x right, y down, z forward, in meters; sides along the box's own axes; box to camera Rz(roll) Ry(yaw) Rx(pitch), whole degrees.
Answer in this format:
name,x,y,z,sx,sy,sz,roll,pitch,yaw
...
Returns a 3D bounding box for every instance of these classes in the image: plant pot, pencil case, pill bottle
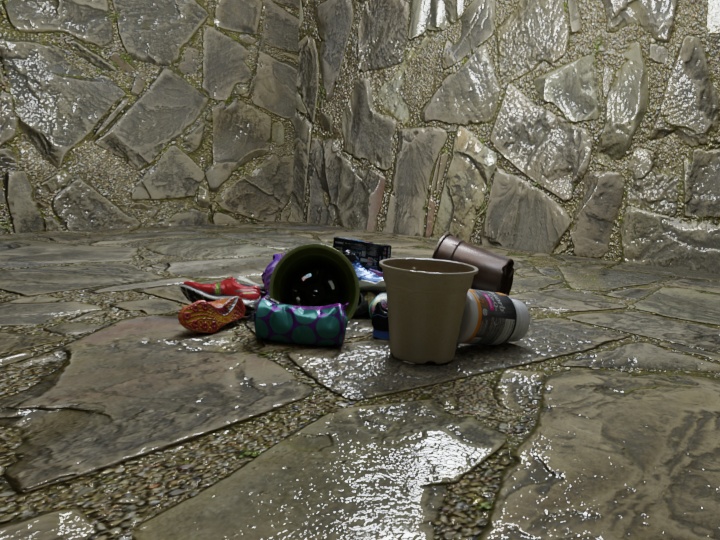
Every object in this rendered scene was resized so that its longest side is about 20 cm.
name,x,y,z,sx,sy,sz,roll,pitch,yaw
plant pot,-0.103,0.049,1.565,0.196,0.204,0.190,3,-3,-2
pencil case,-0.125,0.105,1.417,0.196,0.094,0.085,5,8,4
pill bottle,0.269,0.102,1.478,0.197,0.119,0.116,7,5,-38
plant pot,0.308,0.018,1.880,0.195,0.204,0.199,16,13,26
plant pot,0.130,0.081,1.364,0.196,0.187,0.201,3,9,0

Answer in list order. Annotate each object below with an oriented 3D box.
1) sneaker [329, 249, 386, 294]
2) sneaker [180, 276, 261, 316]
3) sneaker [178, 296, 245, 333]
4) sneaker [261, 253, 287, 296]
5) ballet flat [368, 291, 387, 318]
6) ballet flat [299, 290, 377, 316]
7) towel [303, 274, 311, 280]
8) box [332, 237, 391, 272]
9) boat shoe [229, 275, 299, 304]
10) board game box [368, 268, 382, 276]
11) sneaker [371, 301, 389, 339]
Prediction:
name,x,y,z,sx,sy,sz,roll,pitch,yaw
sneaker,0.000,0.000,1.734,0.196,0.113,0.077,-3,-18,8
sneaker,-0.332,0.053,1.642,0.196,0.086,0.078,12,-34,6
sneaker,-0.333,0.102,1.497,0.076,0.074,0.199,-15,-5,26
sneaker,-0.208,0.037,1.656,0.082,0.082,0.202,5,43,9
ballet flat,0.088,0.085,1.704,0.070,0.071,0.199,-6,1,24
ballet flat,-0.052,0.078,1.686,0.196,0.057,0.067,-3,52,-4
towel,-0.068,0.032,1.830,0.196,0.022,0.147,6,9,1
box,-0.003,-0.006,1.962,0.198,0.162,0.046,11,8,43
boat shoe,-0.251,0.069,1.703,0.197,0.073,0.065,18,36,11
board game box,0.121,0.054,1.793,0.197,0.033,0.120,19,-10,23
sneaker,0.123,0.113,1.507,0.196,0.080,0.070,3,8,0
